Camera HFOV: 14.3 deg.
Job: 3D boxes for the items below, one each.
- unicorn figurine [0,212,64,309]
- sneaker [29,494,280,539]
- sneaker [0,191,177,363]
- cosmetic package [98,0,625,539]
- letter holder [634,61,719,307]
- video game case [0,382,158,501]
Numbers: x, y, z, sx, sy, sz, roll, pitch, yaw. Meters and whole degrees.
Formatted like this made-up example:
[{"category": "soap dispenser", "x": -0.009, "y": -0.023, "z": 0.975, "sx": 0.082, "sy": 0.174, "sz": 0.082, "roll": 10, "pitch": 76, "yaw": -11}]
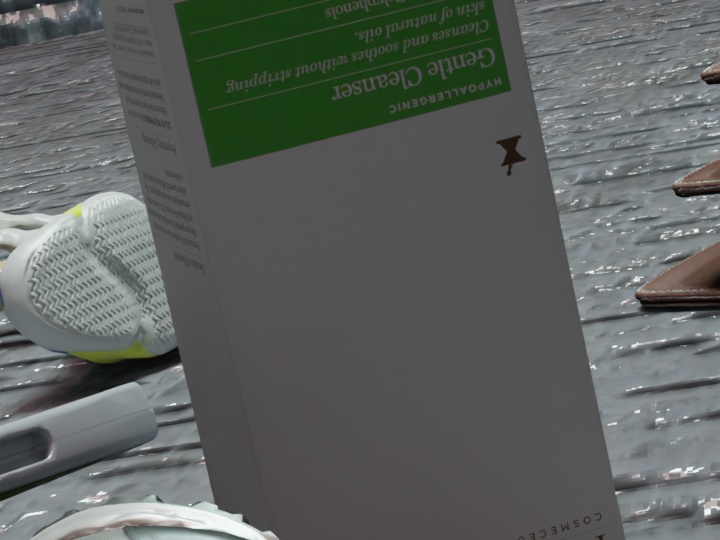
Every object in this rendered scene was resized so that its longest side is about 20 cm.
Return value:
[{"category": "unicorn figurine", "x": -0.142, "y": -0.014, "z": 1.462, "sx": 0.137, "sy": 0.074, "sz": 0.200, "roll": 2, "pitch": 28, "yaw": 17}, {"category": "sneaker", "x": -0.101, "y": 0.114, "z": 0.722, "sx": 0.200, "sy": 0.074, "sz": 0.079, "roll": -15, "pitch": 18, "yaw": 14}, {"category": "sneaker", "x": -0.112, "y": 0.007, "z": 1.318, "sx": 0.105, "sy": 0.076, "sz": 0.200, "roll": -19, "pitch": -4, "yaw": 38}, {"category": "cosmetic package", "x": 0.000, "y": 0.000, "z": 0.835, "sx": 0.108, "sy": 0.200, "sz": 0.085, "roll": -16, "pitch": 10, "yaw": -13}, {"category": "letter holder", "x": 0.208, "y": -0.058, "z": 1.212, "sx": 0.142, "sy": 0.101, "sz": 0.200, "roll": -5, "pitch": 12, "yaw": 41}, {"category": "video game case", "x": -0.189, "y": 0.088, "z": 0.884, "sx": 0.200, "sy": 0.022, "sz": 0.182, "roll": -23, "pitch": -4, "yaw": 39}]
